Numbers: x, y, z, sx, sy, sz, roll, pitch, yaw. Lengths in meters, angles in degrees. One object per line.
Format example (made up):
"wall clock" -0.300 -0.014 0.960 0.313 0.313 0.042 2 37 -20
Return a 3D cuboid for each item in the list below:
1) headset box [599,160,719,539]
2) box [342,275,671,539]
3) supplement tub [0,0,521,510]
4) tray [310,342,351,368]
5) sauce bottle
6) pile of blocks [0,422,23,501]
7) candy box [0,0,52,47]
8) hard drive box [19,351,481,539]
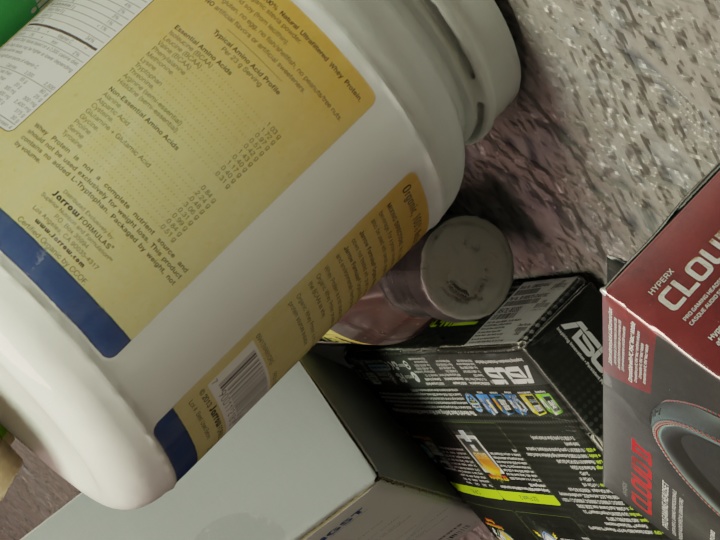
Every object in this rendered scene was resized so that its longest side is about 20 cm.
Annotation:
"headset box" 0.155 0.060 0.691 0.200 0.075 0.149 39 162 22
"box" 0.097 0.091 0.948 0.193 0.048 0.200 48 163 -11
"supplement tub" -0.056 -0.035 0.756 0.144 0.200 0.144 41 164 15
"tray" -0.070 0.050 1.023 0.107 0.022 0.200 -9 174 23
"sauce bottle" 0.000 0.000 0.934 0.066 0.066 0.200 51 164 -15
"pile of blocks" -0.175 0.039 0.826 0.082 0.062 0.200 45 -170 -33
"candy box" -0.142 -0.124 0.758 0.077 0.200 0.169 38 161 24
"hard drive box" -0.042 0.118 1.030 0.077 0.156 0.200 55 -173 17
